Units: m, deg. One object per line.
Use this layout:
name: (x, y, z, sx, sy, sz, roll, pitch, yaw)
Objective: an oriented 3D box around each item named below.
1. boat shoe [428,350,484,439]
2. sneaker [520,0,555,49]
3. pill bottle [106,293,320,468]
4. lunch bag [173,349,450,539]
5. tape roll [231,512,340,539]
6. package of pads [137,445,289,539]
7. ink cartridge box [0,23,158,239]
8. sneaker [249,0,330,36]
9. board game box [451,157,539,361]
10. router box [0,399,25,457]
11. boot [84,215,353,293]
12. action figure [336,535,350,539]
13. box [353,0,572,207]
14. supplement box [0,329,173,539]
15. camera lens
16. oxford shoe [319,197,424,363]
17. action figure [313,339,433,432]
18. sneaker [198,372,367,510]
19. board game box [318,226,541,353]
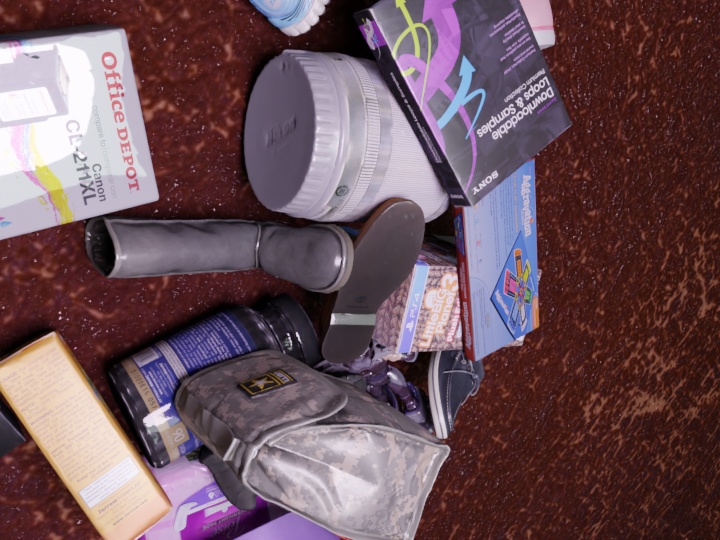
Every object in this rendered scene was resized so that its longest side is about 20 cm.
boat shoe: (0.124, 0.128, 0.886, 0.201, 0.062, 0.075, -66, 150, -51)
sneaker: (0.101, -0.262, 0.682, 0.199, 0.075, 0.106, -13, 104, -22)
pill bottle: (-0.145, 0.104, 0.716, 0.199, 0.112, 0.113, -28, 122, -25)
lunch bag: (-0.052, 0.147, 0.619, 0.199, 0.164, 0.119, 25, 87, -35)
tape roll: (-0.114, 0.338, 0.773, 0.199, 0.085, 0.200, -25, 162, -9)
package of pads: (-0.159, 0.244, 0.782, 0.199, 0.075, 0.122, -15, 113, -32)
ink cartridge box: (-0.278, -0.110, 0.555, 0.199, 0.083, 0.147, -19, 117, -29)
sneaker: (-0.050, -0.328, 0.644, 0.089, 0.078, 0.202, 19, 95, -36)
board game box: (0.147, -0.010, 0.740, 0.102, 0.019, 0.202, -22, 118, -27)
router box: (-0.400, 0.111, 0.569, 0.149, 0.051, 0.201, -36, 125, -22)
boot: (-0.131, -0.020, 0.644, 0.199, 0.181, 0.073, 7, 90, -42)
action figure: (-0.031, 0.208, 0.807, 0.065, 0.200, 0.099, -44, 105, 9)
box: (0.101, -0.179, 0.634, 0.143, 0.036, 0.201, -39, 114, -15)
supplement box: (-0.255, 0.153, 0.641, 0.069, 0.066, 0.201, -35, 103, -21)
camera lens: (0.002, -0.129, 0.703, 0.199, 0.160, 0.162, -2, 108, -36)
oxford shoe: (0.000, 0.000, 0.703, 0.071, 0.072, 0.201, 11, 127, -26)
action figure: (0.022, 0.128, 0.851, 0.070, 0.129, 0.201, -82, 150, -41)
sneaker: (-0.072, 0.178, 0.749, 0.199, 0.076, 0.091, -29, 96, -23)
board game box: (0.080, 0.019, 0.818, 0.199, 0.159, 0.098, 2, 106, -36)
